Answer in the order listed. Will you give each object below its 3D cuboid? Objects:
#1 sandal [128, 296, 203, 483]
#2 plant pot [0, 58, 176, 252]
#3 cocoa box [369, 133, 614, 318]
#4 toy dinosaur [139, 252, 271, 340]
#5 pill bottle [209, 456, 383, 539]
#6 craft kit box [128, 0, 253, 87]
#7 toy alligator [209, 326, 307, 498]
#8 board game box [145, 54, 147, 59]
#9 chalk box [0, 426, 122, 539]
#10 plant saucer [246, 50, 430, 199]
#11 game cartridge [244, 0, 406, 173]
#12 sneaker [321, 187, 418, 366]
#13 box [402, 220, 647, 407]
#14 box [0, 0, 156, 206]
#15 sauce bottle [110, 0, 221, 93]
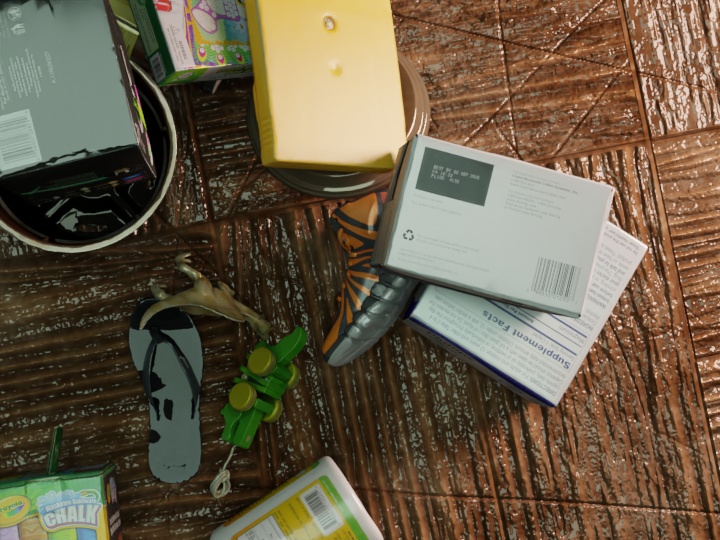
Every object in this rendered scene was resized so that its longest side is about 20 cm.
[{"bbox_3d":[-0.200,0.125,1.432,0.076,0.043,0.201,-9,87,-6],"label":"sandal"},{"bbox_3d":[-0.280,-0.109,1.363,0.199,0.198,0.201,0,86,-5],"label":"plant pot"},{"bbox_3d":[0.123,-0.041,1.319,0.199,0.131,0.134,14,88,-6],"label":"cocoa box"},{"bbox_3d":[-0.167,0.028,1.393,0.101,0.200,0.058,35,103,36],"label":"toy dinosaur"},{"bbox_3d":[-0.086,0.291,1.398,0.200,0.111,0.111,-33,90,-6],"label":"pill bottle"},{"bbox_3d":[-0.143,-0.289,1.350,0.197,0.048,0.201,-13,81,-43],"label":"craft kit box"},{"bbox_3d":[-0.122,0.143,1.436,0.054,0.059,0.200,26,85,40],"label":"toy alligator"},{"bbox_3d":[-0.157,-0.322,1.430,0.152,0.045,0.201,-2,77,-20],"label":"board game box"},{"bbox_3d":[-0.311,0.262,1.375,0.123,0.125,0.201,-7,86,-6],"label":"chalk box"},{"bbox_3d":[-0.025,-0.173,1.445,0.199,0.029,0.201,-1,69,3],"label":"plant saucer"},{"bbox_3d":[-0.034,-0.199,1.357,0.176,0.032,0.201,1,80,-39],"label":"game cartridge"},{"bbox_3d":[0.000,0.000,1.450,0.112,0.078,0.200,38,97,19],"label":"sneaker"},{"bbox_3d":[0.171,0.015,1.441,0.184,0.105,0.200,32,84,-3],"label":"box"},{"bbox_3d":[-0.257,-0.148,1.168,0.124,0.200,0.149,-14,88,-5],"label":"box"},{"bbox_3d":[-0.238,-0.252,1.443,0.200,0.066,0.066,30,84,-3],"label":"sauce bottle"}]
